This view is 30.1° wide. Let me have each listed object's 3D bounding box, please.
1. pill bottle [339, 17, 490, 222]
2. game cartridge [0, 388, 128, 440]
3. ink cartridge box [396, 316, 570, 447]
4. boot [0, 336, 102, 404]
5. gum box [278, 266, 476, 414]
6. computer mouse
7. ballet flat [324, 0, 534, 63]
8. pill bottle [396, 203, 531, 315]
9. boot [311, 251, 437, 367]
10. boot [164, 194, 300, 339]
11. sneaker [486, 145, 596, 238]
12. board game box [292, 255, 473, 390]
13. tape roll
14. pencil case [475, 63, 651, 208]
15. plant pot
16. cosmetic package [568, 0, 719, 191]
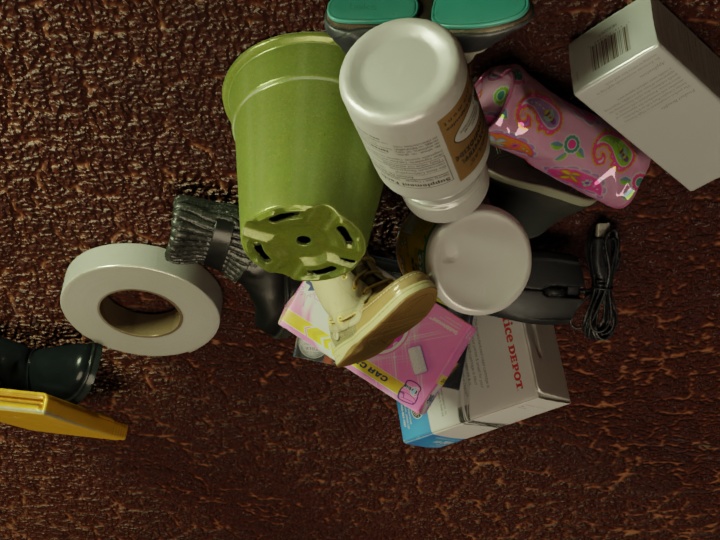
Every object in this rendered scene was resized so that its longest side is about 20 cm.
[{"bbox_3d":[0.059,-0.130,1.239,0.114,0.115,0.200,-6,151,14],"label":"pill bottle"},{"bbox_3d":[-0.433,0.191,1.797,0.175,0.033,0.200,3,166,25],"label":"game cartridge"},{"bbox_3d":[0.140,0.119,1.634,0.199,0.147,0.086,-22,156,31],"label":"ink cartridge box"},{"bbox_3d":[-0.446,0.121,1.751,0.168,0.077,0.200,22,155,-26],"label":"boot"},{"bbox_3d":[0.015,0.060,1.500,0.200,0.114,0.066,32,179,12],"label":"gum box"},{"bbox_3d":[0.195,0.011,1.524,0.199,0.053,0.139,3,102,9],"label":"computer mouse"},{"bbox_3d":[0.065,-0.226,1.250,0.199,0.073,0.073,1,144,14],"label":"ballet flat"},{"bbox_3d":[0.100,-0.020,1.422,0.112,0.113,0.200,14,-176,-13],"label":"pill bottle"},{"bbox_3d":[0.000,0.000,1.389,0.072,0.156,0.200,-15,165,-25],"label":"boot"},{"bbox_3d":[-0.149,-0.005,1.559,0.157,0.080,0.212,1,134,-8],"label":"boot"},{"bbox_3d":[0.147,-0.090,1.421,0.199,0.075,0.106,21,141,-23],"label":"sneaker"},{"bbox_3d":[0.031,0.055,1.575,0.199,0.136,0.035,11,177,-5],"label":"board game box"},{"bbox_3d":[-0.272,0.040,1.672,0.202,0.037,0.203,3,143,2],"label":"tape roll"},{"bbox_3d":[0.202,-0.136,1.351,0.199,0.088,0.087,23,140,-25],"label":"pencil case"},{"bbox_3d":[-0.048,-0.098,1.332,0.199,0.191,0.200,2,145,2],"label":"plant pot"},{"bbox_3d":[0.303,-0.169,1.302,0.101,0.074,0.200,-28,136,35],"label":"cosmetic package"}]
